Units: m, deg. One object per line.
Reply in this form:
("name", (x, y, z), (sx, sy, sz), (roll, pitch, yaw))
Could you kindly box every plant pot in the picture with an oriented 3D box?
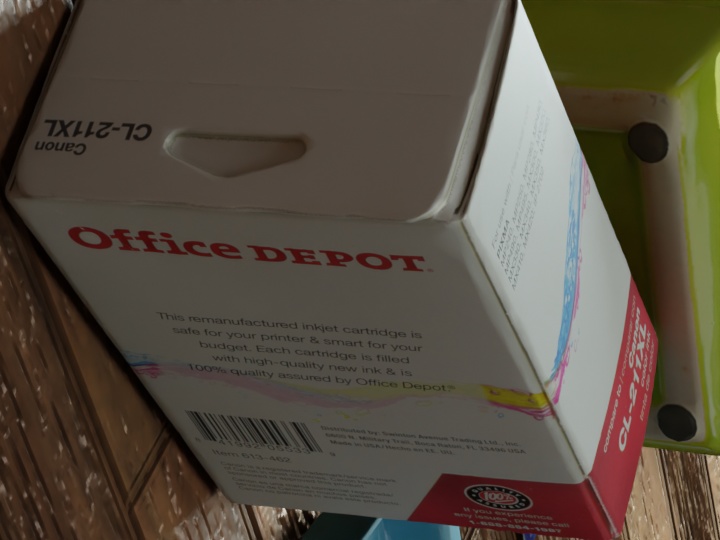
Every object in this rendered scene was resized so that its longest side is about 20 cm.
("plant pot", (0.093, -0.046, 0.977), (0.181, 0.199, 0.200), (-44, 132, -49))

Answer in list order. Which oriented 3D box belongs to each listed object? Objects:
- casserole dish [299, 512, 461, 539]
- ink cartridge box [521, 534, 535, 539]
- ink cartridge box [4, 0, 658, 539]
("casserole dish", (-0.013, 0.155, 0.965), (0.200, 0.039, 0.122), (-48, 138, -53))
("ink cartridge box", (0.118, 0.034, 1.249), (0.200, 0.039, 0.100), (-60, 148, -43))
("ink cartridge box", (0.000, 0.000, 0.821), (0.200, 0.145, 0.083), (62, 39, -53))
